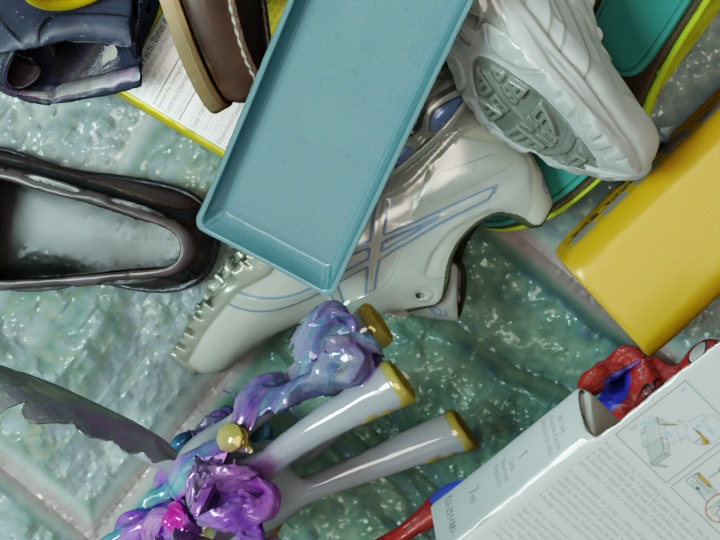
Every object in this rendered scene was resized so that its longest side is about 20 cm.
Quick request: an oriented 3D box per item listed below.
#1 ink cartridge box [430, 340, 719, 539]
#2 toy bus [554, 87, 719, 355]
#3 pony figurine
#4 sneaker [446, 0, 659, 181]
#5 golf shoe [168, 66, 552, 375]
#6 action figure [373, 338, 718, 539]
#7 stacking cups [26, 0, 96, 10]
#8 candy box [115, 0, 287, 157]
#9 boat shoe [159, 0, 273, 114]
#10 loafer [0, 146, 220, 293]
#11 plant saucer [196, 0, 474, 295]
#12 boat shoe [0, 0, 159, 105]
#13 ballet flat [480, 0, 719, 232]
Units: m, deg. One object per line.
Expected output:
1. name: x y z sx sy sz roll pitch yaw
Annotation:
1. ink cartridge box: 0.159 0.123 0.861 0.173 0.044 0.200 -40 113 18
2. toy bus: 0.183 -0.054 0.907 0.200 0.078 0.065 -43 92 4
3. pony figurine: -0.062 0.096 0.875 0.199 0.193 0.167 -34 66 7
4. sneaker: 0.071 -0.126 0.835 0.200 0.078 0.100 47 69 -18
5. golf shoe: 0.000 0.000 0.907 0.200 0.078 0.097 -40 96 19
6. action figure: 0.097 0.094 0.907 0.200 0.099 0.065 -36 93 -7
7. stacking cups: -0.162 -0.211 0.874 0.060 0.061 0.201 -30 67 4
8. candy box: -0.027 -0.146 0.931 0.102 0.026 0.201 31 94 1
9. boat shoe: -0.066 -0.171 0.831 0.070 0.070 0.201 -16 95 7
10. loafer: -0.167 -0.023 0.926 0.198 0.063 0.072 4 95 1
11. plant saucer: -0.005 -0.081 0.811 0.070 0.019 0.201 27 126 2
12. boat shoe: -0.186 -0.125 0.895 0.198 0.075 0.093 -4 55 3
13. ballet flat: 0.119 -0.094 0.904 0.067 0.067 0.200 48 125 17
